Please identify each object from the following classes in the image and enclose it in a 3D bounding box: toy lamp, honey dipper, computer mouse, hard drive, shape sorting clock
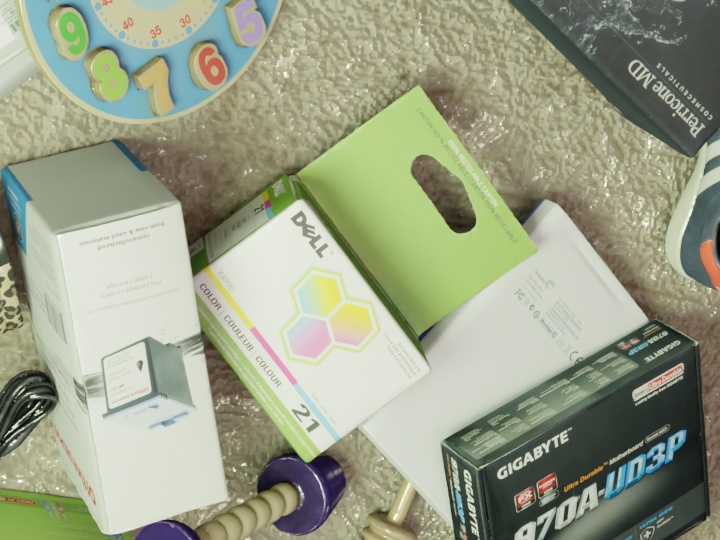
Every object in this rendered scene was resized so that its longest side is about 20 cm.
[{"bbox_3d":[-0.071,0.161,1.483,0.200,0.058,0.059,-22,124,-58],"label":"toy lamp"},{"bbox_3d":[0.046,0.127,1.582,0.038,0.038,0.201,21,98,-25],"label":"honey dipper"},{"bbox_3d":[-0.277,0.065,1.372,0.110,0.044,0.200,-42,125,9],"label":"computer mouse"},{"bbox_3d":[0.098,0.068,1.561,0.200,0.025,0.132,-48,124,-10],"label":"hard drive"},{"bbox_3d":[-0.121,-0.186,1.380,0.199,0.039,0.201,-12,110,-35],"label":"shape sorting clock"}]

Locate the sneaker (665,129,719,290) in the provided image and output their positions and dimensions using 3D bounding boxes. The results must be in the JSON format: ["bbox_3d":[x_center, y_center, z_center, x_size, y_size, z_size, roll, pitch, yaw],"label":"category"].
[{"bbox_3d":[0.273,-0.078,1.559,0.075,0.084,0.201,-2,111,-31],"label":"sneaker"}]

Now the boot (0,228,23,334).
[{"bbox_3d":[-0.295,-0.019,1.384,0.150,0.073,0.201,-18,117,-12],"label":"boot"}]

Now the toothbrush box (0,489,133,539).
[{"bbox_3d":[-0.209,0.215,1.428,0.145,0.200,0.087,10,105,-24],"label":"toothbrush box"}]

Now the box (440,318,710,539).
[{"bbox_3d":[0.153,0.146,1.582,0.199,0.046,0.160,-27,126,-26],"label":"box"}]

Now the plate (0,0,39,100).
[{"bbox_3d":[-0.234,-0.200,1.366,0.199,0.032,0.200,-36,117,-6],"label":"plate"}]

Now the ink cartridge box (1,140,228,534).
[{"bbox_3d":[-0.153,0.039,1.415,0.085,0.146,0.201,-16,114,-16],"label":"ink cartridge box"}]

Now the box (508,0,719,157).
[{"bbox_3d":[0.195,-0.217,1.470,0.197,0.117,0.200,40,93,-27],"label":"box"}]

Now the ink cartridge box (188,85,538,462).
[{"bbox_3d":[0.000,0.000,1.469,0.200,0.076,0.148,-36,106,5],"label":"ink cartridge box"}]
